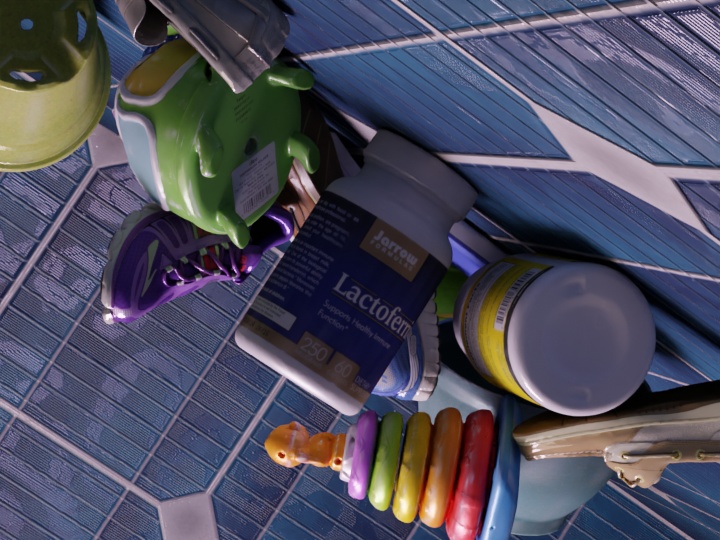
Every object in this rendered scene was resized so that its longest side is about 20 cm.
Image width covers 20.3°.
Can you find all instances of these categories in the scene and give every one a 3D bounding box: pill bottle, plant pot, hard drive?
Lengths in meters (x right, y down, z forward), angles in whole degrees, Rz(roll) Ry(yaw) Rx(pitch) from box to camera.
[{"bbox_3d":[0.000,0.000,1.548,0.115,0.201,0.116,32,176,2],"label":"pill bottle"},{"bbox_3d":[0.142,0.044,1.551,0.114,0.115,0.200,35,176,-12],"label":"pill bottle"},{"bbox_3d":[-0.324,-0.210,1.896,0.200,0.201,0.184,34,165,-7],"label":"plant pot"},{"bbox_3d":[0.135,0.141,1.714,0.199,0.135,0.200,13,-162,-4],"label":"plant pot"},{"bbox_3d":[0.105,-0.011,1.806,0.200,0.025,0.132,36,175,-21],"label":"hard drive"}]

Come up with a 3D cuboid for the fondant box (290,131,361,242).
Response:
[{"bbox_3d":[-0.036,-0.062,1.838,0.145,0.058,0.200,54,168,-19],"label":"fondant box"}]

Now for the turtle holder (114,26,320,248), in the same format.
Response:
[{"bbox_3d":[-0.125,-0.117,1.518,0.131,0.141,0.186,25,168,31],"label":"turtle holder"}]

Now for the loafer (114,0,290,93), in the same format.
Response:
[{"bbox_3d":[-0.139,-0.189,1.363,0.199,0.070,0.070,32,176,25],"label":"loafer"}]

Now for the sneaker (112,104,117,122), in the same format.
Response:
[{"bbox_3d":[-0.128,-0.109,1.680,0.081,0.088,0.200,54,-169,33],"label":"sneaker"}]

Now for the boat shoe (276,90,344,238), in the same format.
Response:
[{"bbox_3d":[-0.050,-0.070,1.662,0.068,0.072,0.201,-7,134,22],"label":"boat shoe"}]

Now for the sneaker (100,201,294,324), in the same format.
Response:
[{"bbox_3d":[-0.126,-0.016,1.575,0.083,0.200,0.081,25,130,29],"label":"sneaker"}]

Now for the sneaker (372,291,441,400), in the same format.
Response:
[{"bbox_3d":[0.016,0.005,1.633,0.088,0.202,0.079,0,166,-8],"label":"sneaker"}]

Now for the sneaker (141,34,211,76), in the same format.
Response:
[{"bbox_3d":[-0.143,-0.169,1.723,0.077,0.071,0.200,13,176,-14],"label":"sneaker"}]

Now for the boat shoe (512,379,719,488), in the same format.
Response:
[{"bbox_3d":[0.215,0.128,1.504,0.198,0.067,0.074,-8,-170,12],"label":"boat shoe"}]

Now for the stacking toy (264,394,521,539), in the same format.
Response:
[{"bbox_3d":[0.024,0.150,1.568,0.198,0.117,0.110,9,-144,0],"label":"stacking toy"}]

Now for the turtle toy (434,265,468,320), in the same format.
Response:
[{"bbox_3d":[0.078,0.052,1.915,0.199,0.102,0.146,5,-146,-28],"label":"turtle toy"}]
